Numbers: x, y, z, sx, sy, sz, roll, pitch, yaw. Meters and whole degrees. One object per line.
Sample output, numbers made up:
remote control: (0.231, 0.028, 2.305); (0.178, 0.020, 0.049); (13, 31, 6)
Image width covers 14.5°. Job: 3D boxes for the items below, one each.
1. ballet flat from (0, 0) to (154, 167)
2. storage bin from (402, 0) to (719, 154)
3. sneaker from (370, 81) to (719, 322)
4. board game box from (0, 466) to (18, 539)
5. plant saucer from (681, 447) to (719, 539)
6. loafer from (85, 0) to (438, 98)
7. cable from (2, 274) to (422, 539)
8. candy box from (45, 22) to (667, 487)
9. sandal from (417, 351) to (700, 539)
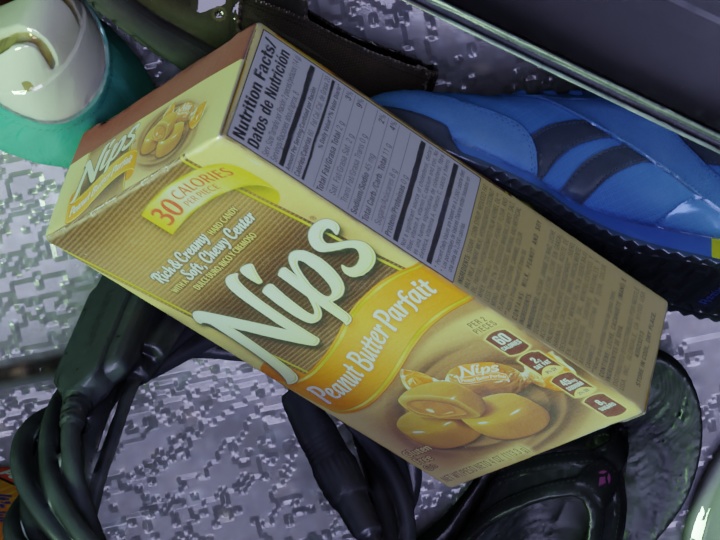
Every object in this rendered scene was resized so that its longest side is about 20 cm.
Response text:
ballet flat: (-0.146, -0.096, 1.027); (0.200, 0.070, 0.067); (32, 72, -27)
storage bin: (0.113, -0.126, 1.005); (0.200, 0.094, 0.135); (27, 99, 10)
sneaker: (0.085, -0.042, 1.074); (0.200, 0.066, 0.078); (16, 66, -20)
board game box: (-0.208, 0.202, 1.068); (0.200, 0.200, 0.200); (-1, 106, -2)
plant saucer: (0.231, 0.127, 1.145); (0.200, 0.050, 0.200); (-1, 105, -2)
loafer: (-0.051, -0.108, 1.060); (0.200, 0.073, 0.071); (39, 97, -22)
cable: (-0.051, 0.088, 1.060); (0.163, 0.200, 0.051); (37, 130, -20)
candy box: (0.000, 0.000, 1.039); (0.200, 0.055, 0.115); (32, 144, -25)
sandal: (0.062, 0.115, 1.126); (0.075, 0.048, 0.200); (42, 101, -12)
